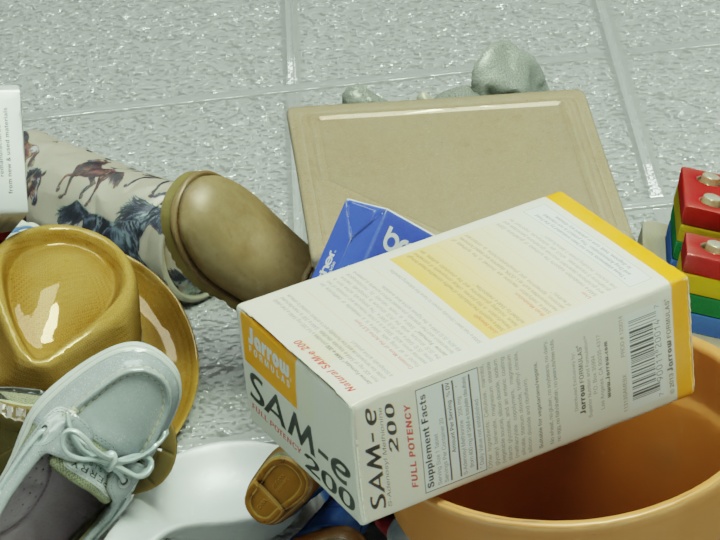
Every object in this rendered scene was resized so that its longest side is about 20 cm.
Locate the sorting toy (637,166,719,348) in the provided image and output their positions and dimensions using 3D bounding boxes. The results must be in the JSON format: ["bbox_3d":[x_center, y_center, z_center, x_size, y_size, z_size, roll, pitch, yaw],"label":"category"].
[{"bbox_3d":[0.267,0.012,1.657,0.198,0.070,0.200,13,22,0],"label":"sorting toy"}]

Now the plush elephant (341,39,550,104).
[{"bbox_3d":[0.047,-0.064,1.811,0.199,0.155,0.165,17,56,23],"label":"plush elephant"}]

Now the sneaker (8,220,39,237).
[{"bbox_3d":[-0.252,0.027,1.809,0.089,0.079,0.200,17,36,40],"label":"sneaker"}]

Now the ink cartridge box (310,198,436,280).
[{"bbox_3d":[0.056,0.045,1.552,0.200,0.094,0.044,29,-7,-34],"label":"ink cartridge box"}]

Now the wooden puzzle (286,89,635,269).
[{"bbox_3d":[0.055,-0.050,1.654,0.184,0.037,0.200,-4,29,-5],"label":"wooden puzzle"}]

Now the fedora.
[{"bbox_3d":[-0.187,0.036,1.715,0.199,0.082,0.201,5,47,-6],"label":"fedora"}]

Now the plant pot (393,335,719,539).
[{"bbox_3d":[0.113,0.135,1.471,0.199,0.141,0.200,-4,28,2],"label":"plant pot"}]

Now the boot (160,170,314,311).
[{"bbox_3d":[0.000,0.000,1.685,0.199,0.175,0.066,1,57,42],"label":"boot"}]

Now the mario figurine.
[{"bbox_3d":[0.016,0.093,1.584,0.105,0.124,0.200,10,26,19],"label":"mario figurine"}]

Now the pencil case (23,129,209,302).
[{"bbox_3d":[-0.167,-0.038,1.907,0.199,0.078,0.089,19,11,38],"label":"pencil case"}]

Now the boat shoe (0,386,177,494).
[{"bbox_3d":[-0.202,0.103,1.608,0.199,0.074,0.065,5,-6,3],"label":"boat shoe"}]

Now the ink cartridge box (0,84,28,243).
[{"bbox_3d":[-0.315,-0.058,1.741,0.199,0.083,0.147,-3,-7,-15],"label":"ink cartridge box"}]

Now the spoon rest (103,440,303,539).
[{"bbox_3d":[-0.098,0.147,1.577,0.099,0.061,0.200,9,33,26],"label":"spoon rest"}]

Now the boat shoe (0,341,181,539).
[{"bbox_3d":[-0.168,0.128,1.531,0.202,0.074,0.065,-47,28,2],"label":"boat shoe"}]

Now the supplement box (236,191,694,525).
[{"bbox_3d":[0.054,0.041,1.431,0.199,0.074,0.126,-19,31,-22],"label":"supplement box"}]
